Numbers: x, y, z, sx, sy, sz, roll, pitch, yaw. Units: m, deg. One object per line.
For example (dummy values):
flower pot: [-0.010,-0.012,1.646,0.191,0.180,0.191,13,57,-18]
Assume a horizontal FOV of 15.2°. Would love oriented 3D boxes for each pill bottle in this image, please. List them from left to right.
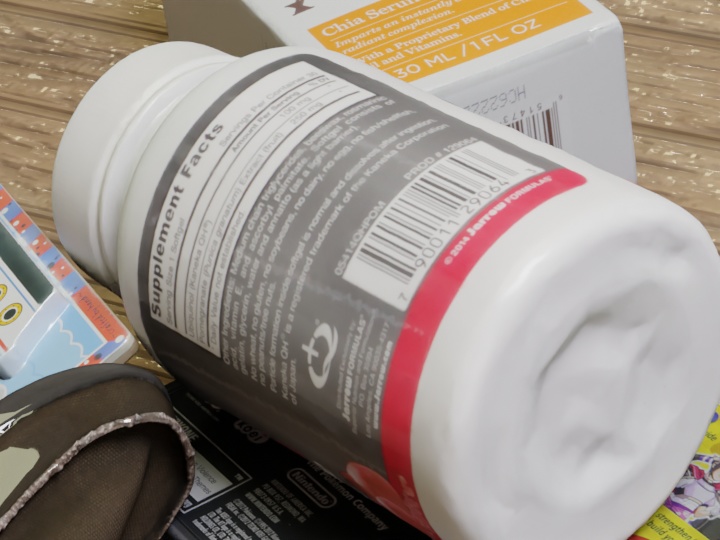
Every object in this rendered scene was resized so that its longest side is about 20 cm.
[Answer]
pill bottle: [0.000,0.000,0.775,0.111,0.111,0.200,-32,39,-29]

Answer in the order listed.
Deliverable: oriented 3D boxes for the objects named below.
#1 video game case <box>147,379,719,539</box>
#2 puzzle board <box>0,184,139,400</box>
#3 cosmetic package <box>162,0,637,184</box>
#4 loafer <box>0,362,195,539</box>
video game case: [0.039,0.062,0.796,0.180,0.026,0.200,-26,37,-22]
puzzle board: [-0.166,0.026,0.847,0.151,0.017,0.200,-41,36,-5]
cosmetic package: [0.007,-0.085,0.973,0.101,0.072,0.200,-22,36,-17]
loafer: [-0.104,0.109,0.730,0.071,0.073,0.200,22,57,32]
